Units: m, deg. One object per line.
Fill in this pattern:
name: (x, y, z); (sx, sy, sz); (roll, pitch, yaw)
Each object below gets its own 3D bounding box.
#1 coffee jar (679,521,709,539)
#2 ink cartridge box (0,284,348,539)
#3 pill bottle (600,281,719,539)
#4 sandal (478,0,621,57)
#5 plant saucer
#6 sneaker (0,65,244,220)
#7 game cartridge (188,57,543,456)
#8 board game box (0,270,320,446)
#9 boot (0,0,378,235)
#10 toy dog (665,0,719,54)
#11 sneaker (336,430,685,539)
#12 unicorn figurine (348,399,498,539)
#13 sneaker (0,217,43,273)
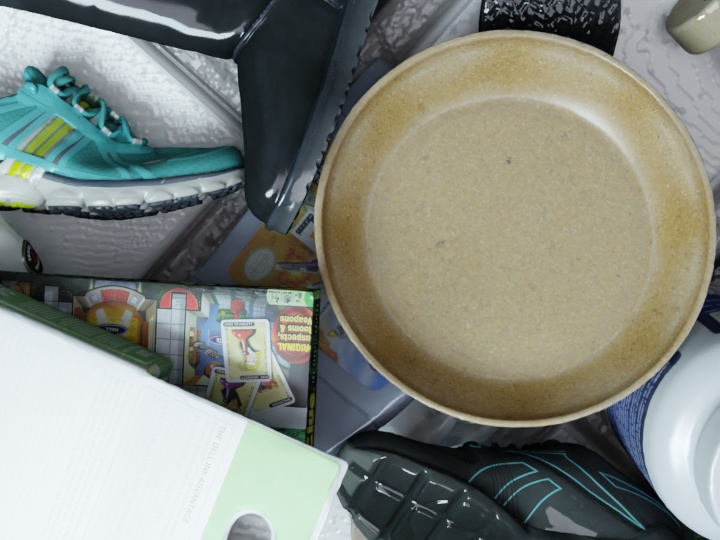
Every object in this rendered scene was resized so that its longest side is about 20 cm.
coffee jar: (0.149, 0.174, 0.858); (0.200, 0.104, 0.085); (6, 145, -5)
ink cartridge box: (-0.119, 0.109, 0.710); (0.200, 0.048, 0.146); (23, 97, 6)
pill bottle: (0.193, 0.076, 0.792); (0.111, 0.200, 0.111); (-1, 101, -3)
sandal: (0.103, -0.097, 0.839); (0.075, 0.045, 0.200); (-3, 116, 2)
plant saucer: (0.076, -0.020, 0.771); (0.200, 0.035, 0.201); (0, 81, -1)
sneaker: (-0.158, -0.068, 0.809); (0.200, 0.078, 0.080); (6, 89, -7)
game cartridge: (0.000, 0.000, 0.810); (0.133, 0.042, 0.200); (37, 84, 15)
board game box: (-0.121, 0.055, 0.743); (0.200, 0.023, 0.105); (3, 96, 7)
boot: (-0.102, -0.122, 0.776); (0.200, 0.066, 0.165); (20, 68, -5)
toy dog: (0.251, -0.136, 0.777); (0.132, 0.200, 0.096); (41, 78, -35)
sneaker: (0.080, 0.125, 0.791); (0.200, 0.079, 0.075); (24, 132, -8)
unicorn figurine: (0.022, 0.078, 0.847); (0.137, 0.074, 0.200); (-38, 75, 1)
sneaker: (-0.264, 0.020, 0.796); (0.200, 0.074, 0.089); (-21, 124, -1)
